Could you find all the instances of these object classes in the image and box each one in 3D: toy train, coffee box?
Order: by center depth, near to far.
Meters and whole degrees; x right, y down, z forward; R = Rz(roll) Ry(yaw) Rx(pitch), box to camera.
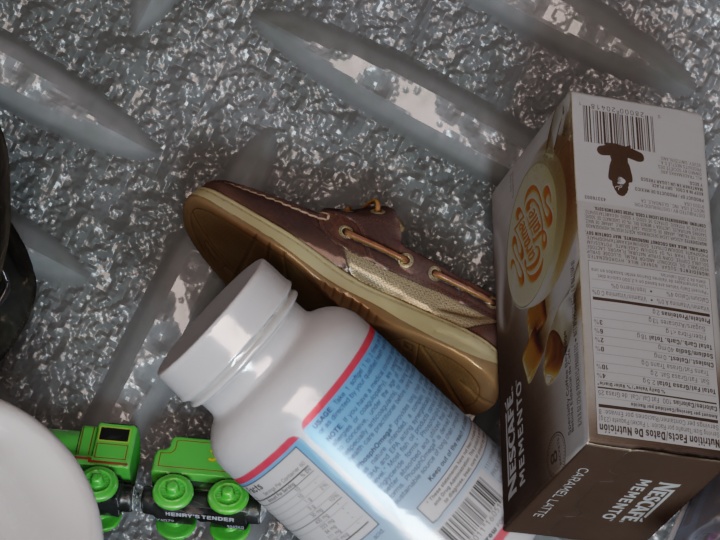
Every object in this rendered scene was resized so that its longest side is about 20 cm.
[{"bbox_3d":[0.125,0.026,1.409,0.079,0.114,0.201,9,61,-16],"label":"coffee box"},{"bbox_3d":[-0.147,0.109,1.481,0.199,0.042,0.057,6,50,4],"label":"toy train"}]

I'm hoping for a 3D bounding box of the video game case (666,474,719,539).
[{"bbox_3d":[0.249,0.084,1.378,0.181,0.200,0.023,-22,106,28],"label":"video game case"}]

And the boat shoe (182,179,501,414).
[{"bbox_3d":[0.000,0.000,1.486,0.199,0.072,0.072,28,57,10],"label":"boat shoe"}]

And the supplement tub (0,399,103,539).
[{"bbox_3d":[-0.237,0.166,1.394,0.145,0.145,0.200,50,128,3],"label":"supplement tub"}]

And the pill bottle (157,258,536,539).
[{"bbox_3d":[-0.007,0.091,1.437,0.200,0.109,0.109,44,88,-8],"label":"pill bottle"}]

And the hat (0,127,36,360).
[{"bbox_3d":[-0.221,0.001,1.464,0.081,0.200,0.202,23,87,-39],"label":"hat"}]
